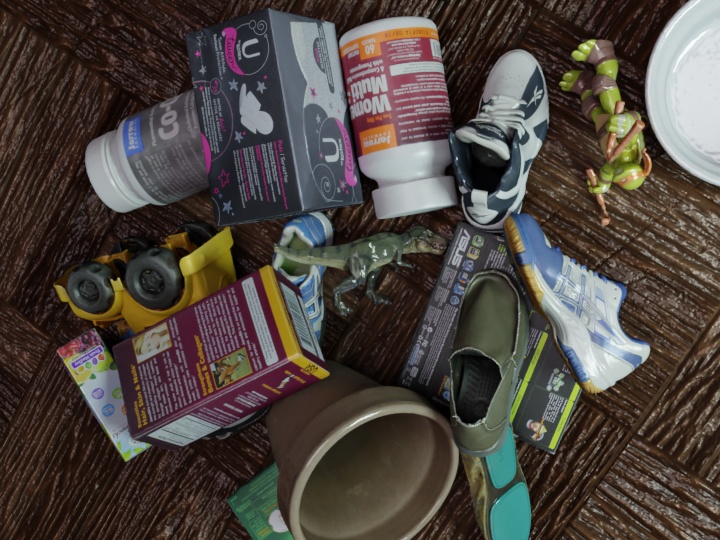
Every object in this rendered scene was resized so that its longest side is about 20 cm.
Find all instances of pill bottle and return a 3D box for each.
[{"bbox_3d":[0.045,-0.162,0.958,0.109,0.110,0.201,-9,91,18],"label":"pill bottle"},{"bbox_3d":[-0.214,-0.144,1.038,0.199,0.114,0.114,-19,88,17],"label":"pill bottle"}]

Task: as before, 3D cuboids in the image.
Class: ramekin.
[{"bbox_3d":[0.380,-0.177,0.858,0.199,0.098,0.202,1,95,17],"label":"ramekin"}]

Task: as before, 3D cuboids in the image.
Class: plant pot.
[{"bbox_3d":[-0.022,0.187,0.960,0.175,0.200,0.201,39,108,50],"label":"plant pot"}]

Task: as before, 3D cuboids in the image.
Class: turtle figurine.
[{"bbox_3d":[0.252,-0.146,0.874,0.064,0.200,0.162,-14,69,4],"label":"turtle figurine"}]

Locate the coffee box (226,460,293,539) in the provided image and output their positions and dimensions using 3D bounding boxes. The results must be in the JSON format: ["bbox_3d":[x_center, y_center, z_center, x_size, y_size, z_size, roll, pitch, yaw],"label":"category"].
[{"bbox_3d":[-0.057,0.320,1.060,0.123,0.044,0.200,-40,82,17],"label":"coffee box"}]

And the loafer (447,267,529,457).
[{"bbox_3d":[0.129,0.084,0.894,0.075,0.070,0.201,0,65,16],"label":"loafer"}]

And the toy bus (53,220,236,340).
[{"bbox_3d":[-0.237,0.053,1.063,0.199,0.136,0.193,-10,108,19],"label":"toy bus"}]

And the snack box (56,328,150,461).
[{"bbox_3d":[-0.296,0.144,1.037,0.053,0.200,0.143,-34,93,-17],"label":"snack box"}]

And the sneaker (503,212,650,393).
[{"bbox_3d":[0.219,0.021,0.901,0.088,0.075,0.201,-29,91,4],"label":"sneaker"}]

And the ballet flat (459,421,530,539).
[{"bbox_3d":[0.144,0.229,0.969,0.070,0.071,0.201,-4,121,17],"label":"ballet flat"}]

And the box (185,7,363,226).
[{"bbox_3d":[-0.085,-0.157,0.928,0.114,0.132,0.201,-6,94,30],"label":"box"}]

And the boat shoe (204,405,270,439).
[{"bbox_3d":[-0.156,0.158,1.034,0.200,0.060,0.076,-12,58,49],"label":"boat shoe"}]

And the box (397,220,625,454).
[{"bbox_3d":[0.163,0.070,0.972,0.192,0.048,0.201,22,99,12],"label":"box"}]

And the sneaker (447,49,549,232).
[{"bbox_3d":[0.143,-0.147,0.906,0.079,0.130,0.200,18,86,17],"label":"sneaker"}]

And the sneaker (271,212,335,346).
[{"bbox_3d":[-0.080,0.029,1.028,0.075,0.077,0.201,6,97,15],"label":"sneaker"}]

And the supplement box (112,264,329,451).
[{"bbox_3d":[-0.149,0.096,0.930,0.199,0.086,0.111,-27,62,11],"label":"supplement box"}]

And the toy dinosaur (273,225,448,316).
[{"bbox_3d":[0.000,0.000,0.993,0.199,0.047,0.089,-7,105,-18],"label":"toy dinosaur"}]
